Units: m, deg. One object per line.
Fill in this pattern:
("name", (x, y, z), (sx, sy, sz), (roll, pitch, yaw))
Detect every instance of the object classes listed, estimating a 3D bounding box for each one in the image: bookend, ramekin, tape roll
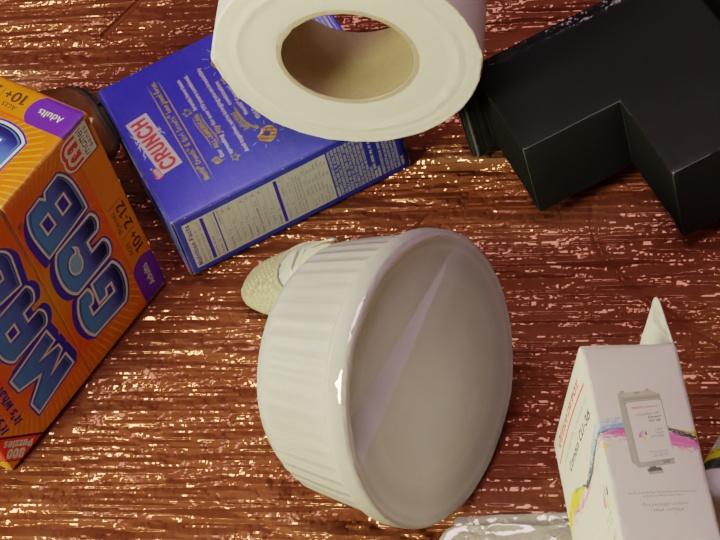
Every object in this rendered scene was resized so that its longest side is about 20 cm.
("bookend", (0.202, -0.098, 1.567), (0.197, 0.092, 0.201), (-27, 51, -4))
("ramekin", (0.013, 0.069, 1.426), (0.094, 0.203, 0.203), (7, 53, 36))
("tape roll", (-0.008, -0.181, 1.531), (0.200, 0.203, 0.071), (-3, 56, 14))

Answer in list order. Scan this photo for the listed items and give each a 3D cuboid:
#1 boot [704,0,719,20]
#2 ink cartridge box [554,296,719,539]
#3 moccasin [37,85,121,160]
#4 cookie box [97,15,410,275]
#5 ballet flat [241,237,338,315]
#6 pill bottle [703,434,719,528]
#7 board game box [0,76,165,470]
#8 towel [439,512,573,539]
("boot", (0.355, -0.212, 1.629), (0.154, 0.072, 0.200), (-32, 55, -9))
("ink cartridge box", (0.171, 0.128, 1.340), (0.067, 0.117, 0.201), (-1, 52, -7))
("moccasin", (-0.261, -0.108, 1.684), (0.078, 0.074, 0.200), (-41, 32, -28))
("cookie box", (-0.087, -0.115, 1.675), (0.199, 0.076, 0.172), (-26, 51, -7))
("ballet flat", (0.000, 0.000, 1.566), (0.198, 0.063, 0.068), (2, 52, 18))
("pill bottle", (0.303, 0.102, 1.362), (0.112, 0.113, 0.201), (21, 61, 29))
("board game box", (-0.305, -0.015, 1.576), (0.199, 0.201, 0.200), (22, 61, 30))
("towel", (0.109, 0.244, 1.357), (0.131, 0.035, 0.201), (-6, 51, 12))
